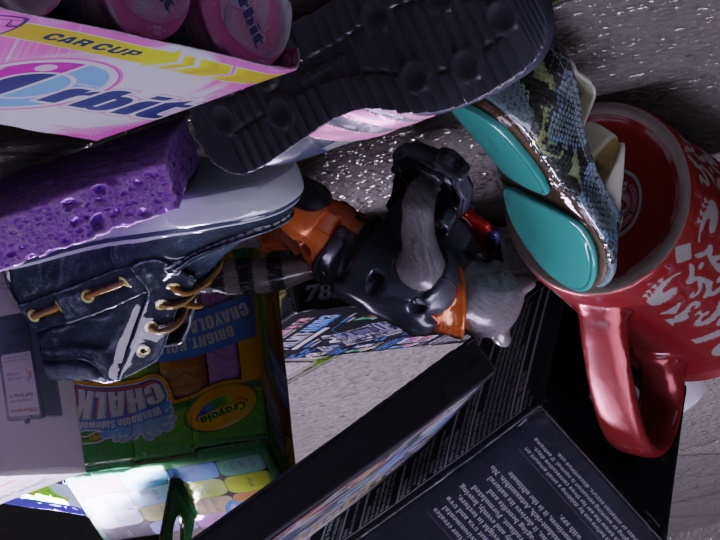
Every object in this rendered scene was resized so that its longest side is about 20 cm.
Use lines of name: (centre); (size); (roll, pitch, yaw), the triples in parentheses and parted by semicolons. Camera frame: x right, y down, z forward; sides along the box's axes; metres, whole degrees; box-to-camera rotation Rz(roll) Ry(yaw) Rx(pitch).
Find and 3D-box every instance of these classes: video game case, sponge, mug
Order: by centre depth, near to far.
sponge: (-0.178, -0.022, 1.362); (0.199, 0.030, 0.112); (-19, -167, 5)
video game case: (-0.027, 0.125, 1.521); (0.200, 0.026, 0.181); (-34, 172, -20)
mug: (0.170, 0.000, 1.563); (0.133, 0.178, 0.200); (-23, 160, 15)

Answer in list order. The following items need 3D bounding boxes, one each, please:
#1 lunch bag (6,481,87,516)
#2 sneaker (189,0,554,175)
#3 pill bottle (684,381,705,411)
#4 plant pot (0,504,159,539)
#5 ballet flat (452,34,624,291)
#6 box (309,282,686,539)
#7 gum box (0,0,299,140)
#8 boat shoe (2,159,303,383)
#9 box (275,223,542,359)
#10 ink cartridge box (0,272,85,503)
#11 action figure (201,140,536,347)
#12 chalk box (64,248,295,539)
lunch bag: (-0.183, 0.096, 1.798); (0.169, 0.128, 0.200); (7, 168, 20)
sneaker: (0.016, -0.100, 1.256); (0.199, 0.071, 0.082); (-14, -176, 38)
pill bottle: (0.160, 0.066, 1.856); (0.200, 0.114, 0.113); (-34, 167, 0)
plant pot: (-0.265, 0.245, 2.393); (0.199, 0.178, 0.200); (-9, 169, 5)
ballet flat: (0.103, -0.058, 1.391); (0.074, 0.075, 0.200); (-11, 152, 12)
box: (0.085, 0.129, 1.691); (0.198, 0.123, 0.200); (-36, -166, 24)
gum box: (-0.124, -0.105, 1.086); (0.113, 0.067, 0.200); (-15, 167, 34)
boat shoe: (-0.098, 0.000, 1.418); (0.200, 0.091, 0.071); (-11, -164, 38)
box: (0.018, 0.017, 1.818); (0.197, 0.050, 0.200); (-4, 169, -19)
ink cartridge box: (-0.213, 0.066, 1.512); (0.067, 0.201, 0.117); (1, 166, -38)
action figure: (0.000, 0.000, 1.513); (0.192, 0.105, 0.200); (16, 159, 12)
chalk box: (-0.106, 0.080, 1.610); (0.123, 0.201, 0.125); (-9, 156, 3)
